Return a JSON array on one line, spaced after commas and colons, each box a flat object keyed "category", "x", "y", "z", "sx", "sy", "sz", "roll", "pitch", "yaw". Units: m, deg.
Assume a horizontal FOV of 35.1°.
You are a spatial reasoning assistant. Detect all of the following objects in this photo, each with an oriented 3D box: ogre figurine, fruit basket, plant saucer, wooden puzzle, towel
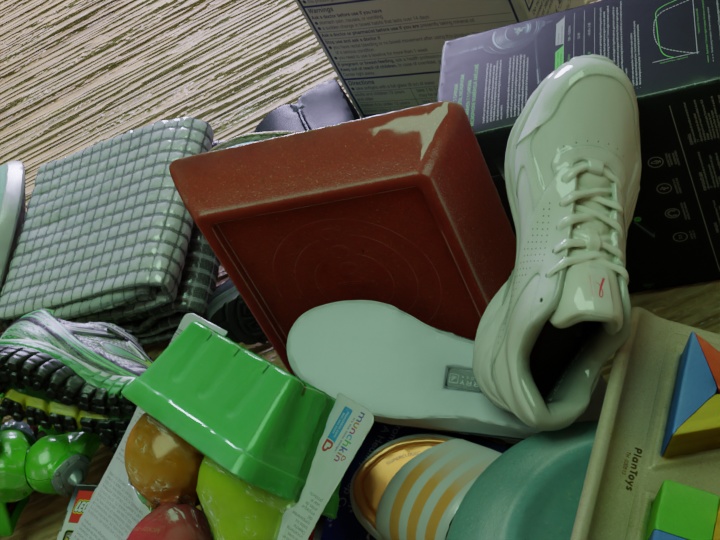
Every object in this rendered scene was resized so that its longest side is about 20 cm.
[{"category": "ogre figurine", "x": -0.260, "y": 0.124, "z": 0.848, "sx": 0.197, "sy": 0.099, "sz": 0.120, "roll": 7, "pitch": 36, "yaw": -5}, {"category": "fruit basket", "x": -0.092, "y": 0.142, "z": 0.660, "sx": 0.184, "sy": 0.093, "sz": 0.202, "roll": 21, "pitch": 87, "yaw": 46}, {"category": "plant saucer", "x": 0.000, "y": 0.000, "z": 0.720, "sx": 0.198, "sy": 0.201, "sz": 0.037, "roll": -9, "pitch": 41, "yaw": 23}, {"category": "wooden puzzle", "x": 0.209, "y": 0.113, "z": 0.545, "sx": 0.198, "sy": 0.046, "sz": 0.186, "roll": 18, "pitch": 56, "yaw": 7}, {"category": "towel", "x": -0.194, "y": -0.019, "z": 0.927, "sx": 0.198, "sy": 0.085, "sz": 0.167, "roll": -15, "pitch": 54, "yaw": 33}, {"category": "plant saucer", "x": 0.139, "y": 0.157, "z": 0.559, "sx": 0.197, "sy": 0.036, "sz": 0.202, "roll": 2, "pitch": 55, "yaw": -3}]

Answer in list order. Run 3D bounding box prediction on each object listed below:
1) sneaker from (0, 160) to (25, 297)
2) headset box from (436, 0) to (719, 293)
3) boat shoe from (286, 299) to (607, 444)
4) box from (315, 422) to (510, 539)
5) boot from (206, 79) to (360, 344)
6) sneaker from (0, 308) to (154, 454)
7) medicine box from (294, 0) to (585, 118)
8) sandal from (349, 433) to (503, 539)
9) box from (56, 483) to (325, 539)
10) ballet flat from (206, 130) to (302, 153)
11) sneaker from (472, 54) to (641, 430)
[{"category": "sneaker", "x": -0.352, "y": -0.017, "z": 0.956, "sx": 0.117, "sy": 0.074, "sz": 0.202, "roll": 12, "pitch": 60, "yaw": -7}, {"category": "headset box", "x": 0.155, "y": -0.071, "z": 0.712, "sx": 0.198, "sy": 0.175, "sz": 0.094, "roll": -11, "pitch": 48, "yaw": 24}, {"category": "boat shoe", "x": 0.052, "y": 0.069, "z": 0.702, "sx": 0.198, "sy": 0.070, "sz": 0.072, "roll": 8, "pitch": 69, "yaw": 13}, {"category": "box", "x": 0.041, "y": 0.153, "z": 0.688, "sx": 0.199, "sy": 0.032, "sz": 0.122, "roll": 16, "pitch": 62, "yaw": 37}, {"category": "boot", "x": -0.057, "y": -0.051, "z": 0.891, "sx": 0.163, "sy": 0.066, "sz": 0.201, "roll": -19, "pitch": 50, "yaw": -3}, {"category": "sneaker", "x": -0.162, "y": 0.075, "z": 0.799, "sx": 0.198, "sy": 0.078, "sz": 0.086, "roll": 21, "pitch": 43, "yaw": 1}, {"category": "medicine box", "x": 0.060, "y": -0.212, "z": 0.869, "sx": 0.180, "sy": 0.201, "sz": 0.104, "roll": 1, "pitch": 53, "yaw": 31}, {"category": "sandal", "x": 0.076, "y": 0.137, "z": 0.617, "sx": 0.205, "sy": 0.059, "sz": 0.079, "roll": 24, "pitch": 66, "yaw": 36}, {"category": "box", "x": -0.120, "y": 0.195, "z": 0.717, "sx": 0.198, "sy": 0.035, "sz": 0.111, "roll": -5, "pitch": 59, "yaw": 36}, {"category": "ballet flat", "x": -0.015, "y": -0.072, "z": 0.827, "sx": 0.197, "sy": 0.071, "sz": 0.065, "roll": 2, "pitch": 20, "yaw": 8}, {"category": "sneaker", "x": 0.116, "y": -0.009, "z": 0.591, "sx": 0.077, "sy": 0.202, "sz": 0.099, "roll": 5, "pitch": 12, "yaw": -11}]
